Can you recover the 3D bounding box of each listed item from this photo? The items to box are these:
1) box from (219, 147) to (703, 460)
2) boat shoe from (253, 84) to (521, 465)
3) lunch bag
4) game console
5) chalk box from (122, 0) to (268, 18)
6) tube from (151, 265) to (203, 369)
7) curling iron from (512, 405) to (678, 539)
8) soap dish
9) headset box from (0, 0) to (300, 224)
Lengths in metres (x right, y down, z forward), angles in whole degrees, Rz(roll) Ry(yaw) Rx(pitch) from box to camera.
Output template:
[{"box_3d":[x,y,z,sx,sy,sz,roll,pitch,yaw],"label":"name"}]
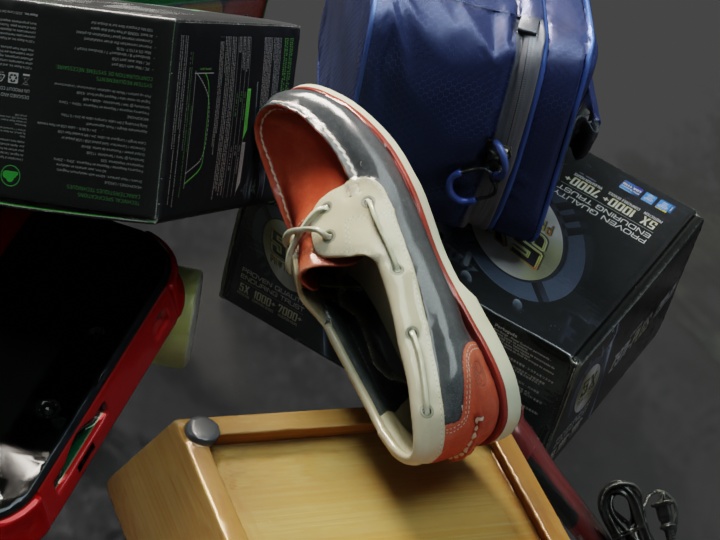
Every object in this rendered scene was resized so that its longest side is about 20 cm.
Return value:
[{"box_3d":[0.054,-0.008,1.323,0.199,0.086,0.164,30,40,15],"label":"box"},{"box_3d":[0.000,0.000,1.152,0.062,0.071,0.201,-15,67,-38],"label":"boat shoe"},{"box_3d":[0.055,-0.109,1.264,0.131,0.136,0.201,8,40,-9],"label":"lunch bag"},{"box_3d":[-0.193,0.037,1.178,0.176,0.031,0.201,16,49,16],"label":"game console"},{"box_3d":[-0.134,-0.135,1.374,0.124,0.124,0.200,-9,44,-30],"label":"chalk box"},{"box_3d":[-0.179,0.006,1.250,0.198,0.052,0.058,11,3,-3],"label":"tube"},{"box_3d":[0.082,0.074,1.228,0.200,0.050,0.026,46,8,9],"label":"curling iron"},{"box_3d":[0.003,0.132,1.134,0.199,0.082,0.158,-2,42,-25],"label":"soap dish"},{"box_3d":[-0.138,-0.084,1.191,0.173,0.094,0.200,9,7,14],"label":"headset box"}]
